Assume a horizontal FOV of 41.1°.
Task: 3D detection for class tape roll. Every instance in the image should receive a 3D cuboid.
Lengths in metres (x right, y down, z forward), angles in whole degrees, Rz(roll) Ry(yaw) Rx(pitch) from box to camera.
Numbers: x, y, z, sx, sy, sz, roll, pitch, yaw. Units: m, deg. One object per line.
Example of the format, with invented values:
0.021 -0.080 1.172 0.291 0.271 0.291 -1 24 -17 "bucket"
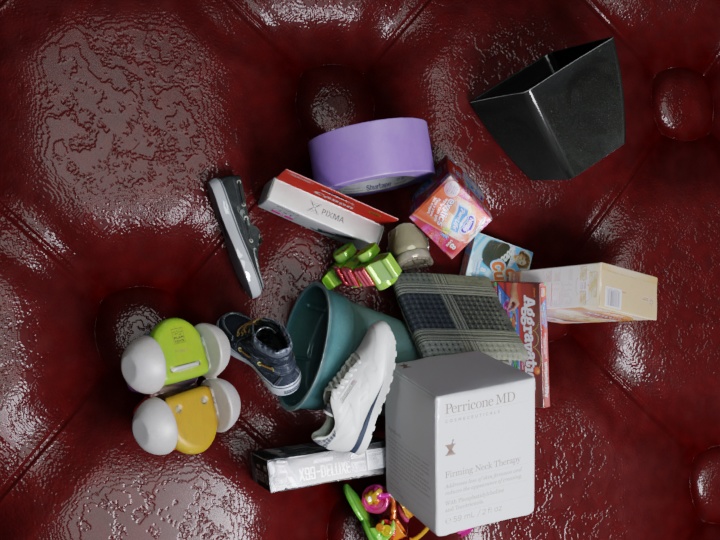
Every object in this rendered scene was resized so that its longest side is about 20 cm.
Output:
0.018 -0.178 1.544 0.196 0.200 0.087 -8 86 -17 "tape roll"

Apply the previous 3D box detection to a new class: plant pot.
-0.006 0.140 1.518 0.193 0.200 0.204 15 80 -22 "plant pot"
0.343 -0.267 1.665 0.198 0.199 0.179 -33 106 -17 "plant pot"

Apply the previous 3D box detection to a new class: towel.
0.156 0.081 1.547 0.196 0.035 0.194 3 42 -24 "towel"

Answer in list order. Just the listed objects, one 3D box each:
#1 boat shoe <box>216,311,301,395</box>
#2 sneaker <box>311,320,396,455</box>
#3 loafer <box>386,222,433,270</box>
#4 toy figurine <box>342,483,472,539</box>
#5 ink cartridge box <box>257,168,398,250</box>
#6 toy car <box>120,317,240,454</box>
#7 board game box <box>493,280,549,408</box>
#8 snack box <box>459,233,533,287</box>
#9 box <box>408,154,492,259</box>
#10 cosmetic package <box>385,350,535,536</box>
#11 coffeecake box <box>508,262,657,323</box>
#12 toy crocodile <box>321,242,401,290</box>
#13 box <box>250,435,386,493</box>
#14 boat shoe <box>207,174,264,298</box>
-0.158 0.098 1.465 0.070 0.199 0.092 -29 135 -28 "boat shoe"
-0.007 0.167 1.388 0.079 0.076 0.204 15 95 -15 "sneaker"
0.079 -0.038 1.549 0.074 0.200 0.070 -10 86 -3 "loafer"
0.098 0.375 1.521 0.183 0.150 0.202 -34 79 0 "toy figurine"
-0.054 -0.092 1.525 0.197 0.173 0.044 23 83 -13 "ink cartridge box"
-0.287 0.175 1.448 0.173 0.148 0.204 -12 92 -46 "toy car"
0.267 0.120 1.598 0.019 0.102 0.204 -6 95 -40 "board game box"
0.221 0.048 1.667 0.114 0.037 0.204 18 80 -15 "snack box"
0.144 -0.107 1.567 0.100 0.200 0.096 43 104 -9 "box"
0.140 0.241 1.386 0.164 0.166 0.204 -7 103 -23 "cosmetic package"
0.368 0.041 1.606 0.152 0.198 0.075 11 79 -37 "coffeecake box"
0.000 0.000 1.525 0.062 0.199 0.068 -40 109 -24 "toy crocodile"
-0.062 0.297 1.494 0.196 0.157 0.051 -6 87 -16 "box"
-0.188 -0.058 1.539 0.056 0.069 0.203 -19 88 -18 "boat shoe"
